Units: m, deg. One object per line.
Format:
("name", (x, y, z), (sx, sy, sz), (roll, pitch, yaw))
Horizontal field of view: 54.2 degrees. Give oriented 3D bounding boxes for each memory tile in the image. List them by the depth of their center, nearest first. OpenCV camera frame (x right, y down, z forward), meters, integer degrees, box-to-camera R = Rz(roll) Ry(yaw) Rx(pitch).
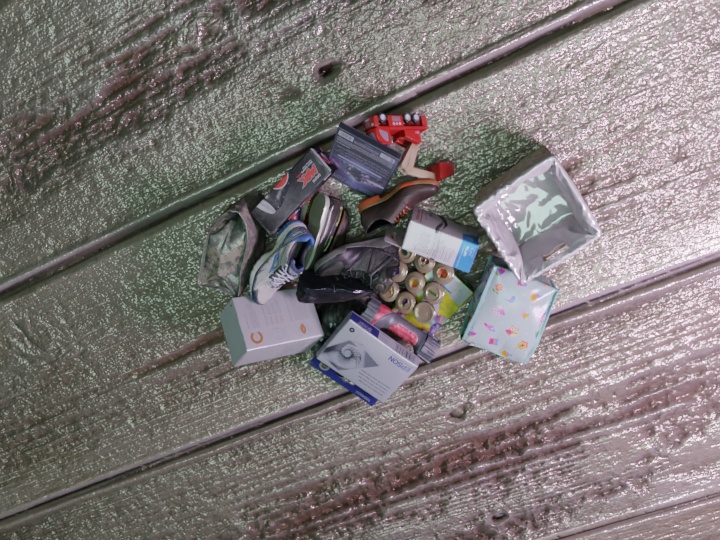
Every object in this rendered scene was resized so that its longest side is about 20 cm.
("memory tile", (0.104, 0.014, 1.595), (0.197, 0.017, 0.156), (31, 107, 16))

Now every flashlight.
("flashlight", (0.086, 0.139, 1.604), (0.198, 0.068, 0.068), (36, 117, -5))

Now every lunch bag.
("lunch bag", (0.329, 0.094, 1.576), (0.166, 0.122, 0.204), (20, 106, -1))
("lunch bag", (-0.279, -0.070, 1.576), (0.115, 0.164, 0.205), (16, 111, 4))

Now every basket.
("basket", (0.361, -0.123, 1.471), (0.196, 0.161, 0.202), (-33, 103, 17))

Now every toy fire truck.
("toy fire truck", (0.101, -0.253, 1.475), (0.048, 0.196, 0.145), (-15, 84, 55))

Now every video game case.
("video game case", (0.000, -0.224, 1.488), (0.140, 0.200, 0.019), (28, 69, -2))

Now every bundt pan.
("bundt pan", (-0.035, 0.169, 1.676), (0.196, 0.076, 0.207), (3, 111, 7))

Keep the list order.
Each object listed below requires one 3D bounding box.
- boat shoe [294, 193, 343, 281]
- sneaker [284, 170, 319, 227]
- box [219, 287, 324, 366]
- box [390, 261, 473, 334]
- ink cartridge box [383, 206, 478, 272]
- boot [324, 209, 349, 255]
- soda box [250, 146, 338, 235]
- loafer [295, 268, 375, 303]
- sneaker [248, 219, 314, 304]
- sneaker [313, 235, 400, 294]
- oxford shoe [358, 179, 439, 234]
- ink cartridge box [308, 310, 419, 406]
("boat shoe", (-0.094, -0.067, 1.563), (0.060, 0.072, 0.205), (9, 109, -38))
("sneaker", (-0.158, -0.126, 1.596), (0.088, 0.075, 0.204), (24, 108, 11))
("box", (-0.201, 0.125, 1.593), (0.097, 0.196, 0.127), (-44, 60, 50))
("box", (0.155, 0.077, 1.632), (0.117, 0.049, 0.200), (41, 108, -8))
("ink cartridge box", (0.156, -0.077, 1.539), (0.195, 0.116, 0.069), (20, 111, 0))
("boot", (-0.041, -0.036, 1.621), (0.095, 0.075, 0.204), (15, 106, -23))
("soda box", (-0.142, -0.171, 1.508), (0.071, 0.063, 0.200), (46, 109, -1))
("loafer", (-0.052, 0.038, 1.579), (0.195, 0.074, 0.073), (3, 142, -22))
("sneaker", (-0.168, -0.009, 1.514), (0.085, 0.076, 0.203), (34, 95, 40))
("sneaker", (0.000, 0.000, 1.530), (0.195, 0.076, 0.117), (-12, 71, -21))
("oxford shoe", (0.088, -0.137, 1.528), (0.197, 0.071, 0.074), (-22, 64, 28))
("ink cartridge box", (0.002, 0.217, 1.613), (0.197, 0.041, 0.201), (34, 123, -10))
